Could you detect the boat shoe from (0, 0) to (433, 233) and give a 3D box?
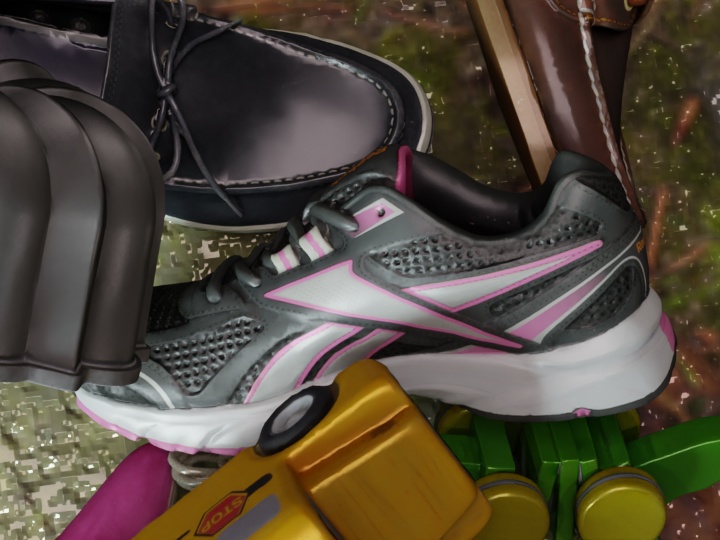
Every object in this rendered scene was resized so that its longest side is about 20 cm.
[{"bbox_3d":[-0.074,-0.059,0.804,0.199,0.062,0.075,10,80,1],"label":"boat shoe"}]

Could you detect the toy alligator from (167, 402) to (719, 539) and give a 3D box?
[{"bbox_3d":[0.035,0.078,0.783,0.199,0.059,0.055,-3,124,-6],"label":"toy alligator"}]

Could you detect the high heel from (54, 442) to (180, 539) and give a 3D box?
[{"bbox_3d":[-0.136,0.133,0.774,0.096,0.067,0.201,28,96,-5],"label":"high heel"}]

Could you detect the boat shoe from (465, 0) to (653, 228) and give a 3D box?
[{"bbox_3d":[0.066,-0.105,0.803,0.070,0.070,0.201,-19,81,2],"label":"boat shoe"}]

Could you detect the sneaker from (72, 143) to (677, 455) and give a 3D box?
[{"bbox_3d":[0.000,0.000,0.764,0.199,0.080,0.087,-7,113,6],"label":"sneaker"}]

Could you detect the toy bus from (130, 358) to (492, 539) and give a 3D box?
[{"bbox_3d":[-0.051,0.116,0.703,0.200,0.078,0.065,-38,109,0],"label":"toy bus"}]

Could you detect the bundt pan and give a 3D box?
[{"bbox_3d":[-0.148,-0.035,0.691,0.201,0.202,0.076,19,98,4],"label":"bundt pan"}]
